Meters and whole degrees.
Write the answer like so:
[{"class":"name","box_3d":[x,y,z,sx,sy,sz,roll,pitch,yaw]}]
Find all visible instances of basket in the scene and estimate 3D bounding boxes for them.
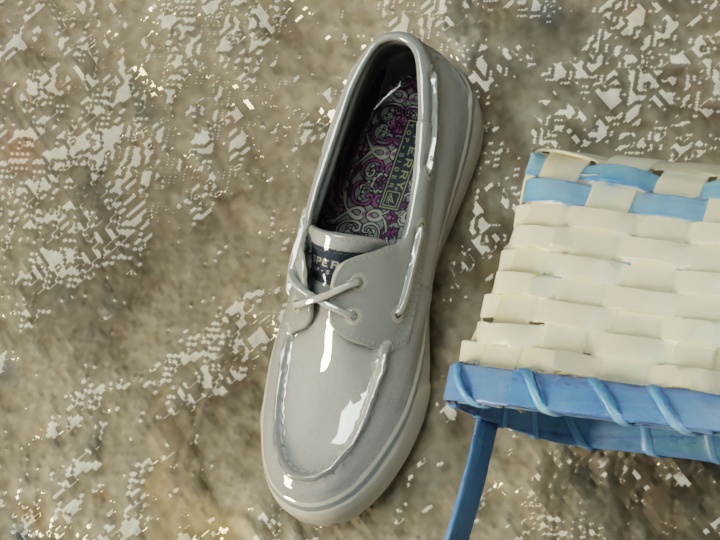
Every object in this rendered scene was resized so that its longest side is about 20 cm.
[{"class":"basket","box_3d":[0.117,0.064,1.015,0.176,0.139,0.201,10,80,31]}]

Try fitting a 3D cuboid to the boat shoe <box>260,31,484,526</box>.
[{"class":"boat shoe","box_3d":[0.000,0.000,1.134,0.072,0.069,0.201,15,76,28]}]
